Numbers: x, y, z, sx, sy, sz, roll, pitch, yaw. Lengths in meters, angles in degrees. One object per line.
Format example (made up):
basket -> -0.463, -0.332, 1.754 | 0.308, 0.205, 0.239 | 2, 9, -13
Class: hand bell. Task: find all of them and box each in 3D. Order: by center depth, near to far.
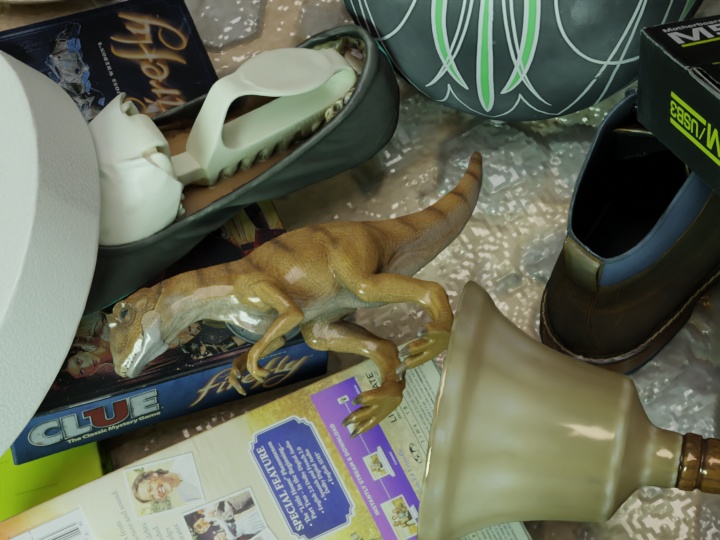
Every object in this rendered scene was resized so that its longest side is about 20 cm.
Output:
hand bell -> 0.128, 0.072, 0.690 | 0.200, 0.104, 0.104 | 10, 68, 7

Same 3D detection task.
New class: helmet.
helmet -> 0.071, -0.168, 0.802 | 0.200, 0.200, 0.191 | 10, 51, 11

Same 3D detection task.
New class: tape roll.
tape roll -> -0.185, 0.004, 0.744 | 0.203, 0.037, 0.203 | -18, 60, 34

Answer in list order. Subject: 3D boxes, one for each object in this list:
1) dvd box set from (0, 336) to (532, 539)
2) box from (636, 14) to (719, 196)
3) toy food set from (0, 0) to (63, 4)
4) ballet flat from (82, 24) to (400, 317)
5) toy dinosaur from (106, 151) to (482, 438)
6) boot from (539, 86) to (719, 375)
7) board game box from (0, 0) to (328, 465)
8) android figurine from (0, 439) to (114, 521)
dvd box set -> -0.032, 0.129, 0.735 | 0.200, 0.029, 0.146 | -24, 71, -16
box -> 0.229, -0.052, 0.677 | 0.200, 0.048, 0.193 | -11, 28, -14
toy food set -> -0.156, -0.219, 0.918 | 0.200, 0.049, 0.198 | 9, 68, 11
ballet flat -> -0.072, -0.048, 0.763 | 0.200, 0.068, 0.068 | -31, 61, -22
toy dinosaur -> 0.000, 0.000, 0.742 | 0.200, 0.060, 0.106 | -20, 59, -26
boot -> 0.146, -0.048, 0.780 | 0.075, 0.097, 0.200 | 32, 74, 18
board game box -> -0.111, -0.025, 0.807 | 0.135, 0.035, 0.200 | -16, 58, -14
android figurine -> -0.168, 0.089, 0.789 | 0.200, 0.041, 0.182 | -13, 66, -1
